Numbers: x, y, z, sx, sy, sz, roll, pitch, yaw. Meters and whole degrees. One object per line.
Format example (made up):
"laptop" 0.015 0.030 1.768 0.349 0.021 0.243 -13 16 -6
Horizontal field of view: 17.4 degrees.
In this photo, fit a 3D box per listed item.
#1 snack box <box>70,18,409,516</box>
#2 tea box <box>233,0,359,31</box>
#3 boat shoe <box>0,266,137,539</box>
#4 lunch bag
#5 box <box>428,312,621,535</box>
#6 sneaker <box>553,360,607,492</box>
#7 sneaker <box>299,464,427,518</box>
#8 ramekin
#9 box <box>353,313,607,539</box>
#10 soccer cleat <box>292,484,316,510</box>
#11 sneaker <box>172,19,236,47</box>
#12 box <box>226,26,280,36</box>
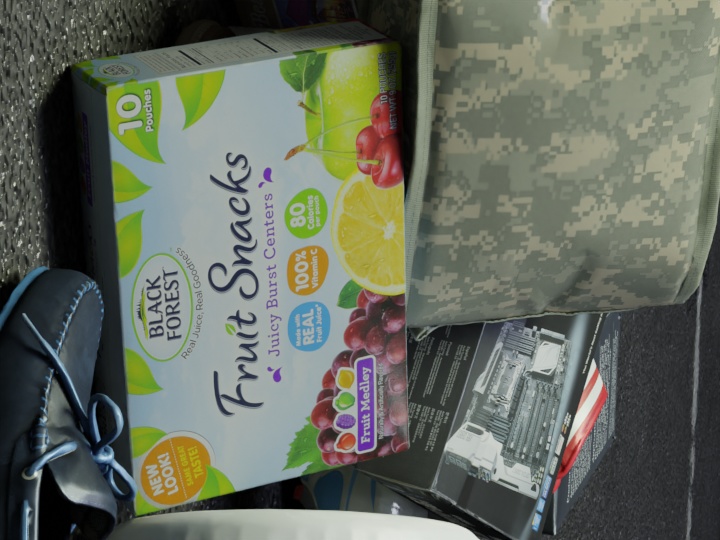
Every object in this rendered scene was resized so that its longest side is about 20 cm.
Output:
"snack box" -0.051 -0.003 1.061 0.053 0.141 0.202 -142 -135 -59
"tea box" 0.014 -0.212 1.228 0.201 0.132 0.198 72 29 -54
"boat shoe" -0.126 0.096 0.948 0.084 0.068 0.202 59 39 -64
"lunch bag" 0.083 -0.067 1.116 0.118 0.163 0.202 -120 -150 -58
"box" 0.078 0.082 1.510 0.200 0.147 0.105 -39 132 -67
"sneaker" 0.056 0.088 1.336 0.116 0.199 0.078 58 -17 13
"sneaker" 0.006 0.189 1.298 0.072 0.072 0.202 -29 121 -49
"ramekin" -0.031 0.168 1.082 0.200 0.199 0.099 38 51 -71
"box" 0.076 0.033 1.246 0.158 0.049 0.202 38 68 -61
"soccer cleat" 0.009 0.171 1.419 0.070 0.077 0.201 -69 157 -44
"sneaker" -0.056 -0.019 1.143 0.070 0.075 0.202 -25 119 -71
"box" -0.044 -0.033 1.244 0.039 0.041 0.201 -68 156 -50
